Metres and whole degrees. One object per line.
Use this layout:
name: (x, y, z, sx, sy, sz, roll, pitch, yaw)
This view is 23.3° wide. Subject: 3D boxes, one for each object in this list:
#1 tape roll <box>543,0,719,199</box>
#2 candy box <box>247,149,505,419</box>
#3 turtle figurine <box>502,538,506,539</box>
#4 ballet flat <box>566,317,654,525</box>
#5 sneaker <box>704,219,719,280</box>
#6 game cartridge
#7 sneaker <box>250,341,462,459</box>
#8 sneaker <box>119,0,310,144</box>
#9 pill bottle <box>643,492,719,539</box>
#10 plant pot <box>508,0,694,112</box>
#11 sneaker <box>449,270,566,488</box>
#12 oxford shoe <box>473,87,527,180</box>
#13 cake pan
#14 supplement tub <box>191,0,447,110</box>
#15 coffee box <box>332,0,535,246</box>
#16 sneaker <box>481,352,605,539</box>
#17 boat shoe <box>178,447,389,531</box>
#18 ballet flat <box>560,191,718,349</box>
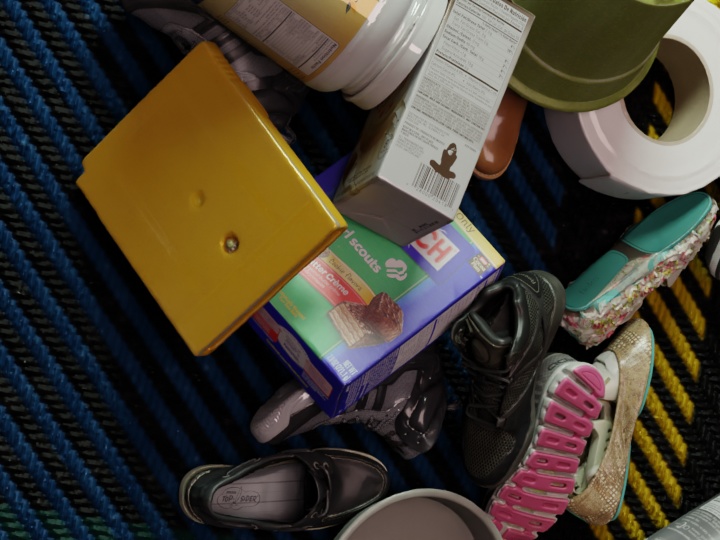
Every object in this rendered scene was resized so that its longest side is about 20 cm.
tape roll: (0.278, -0.170, 1.685, 0.200, 0.071, 0.205, 0, 89, -22)
candy box: (0.000, 0.000, 1.530, 0.199, 0.077, 0.169, -36, 75, -26)
turtle figurine: (0.225, 0.310, 1.620, 0.064, 0.160, 0.201, -49, 113, -31)
ballet flat: (0.230, 0.140, 1.661, 0.065, 0.070, 0.203, 14, 83, -23)
sneaker: (0.409, -0.084, 1.708, 0.115, 0.075, 0.202, -14, 134, -53)
game cartridge: (-0.130, -0.060, 1.467, 0.176, 0.032, 0.201, -41, 76, 20)
sneaker: (0.004, 0.129, 1.570, 0.199, 0.075, 0.115, -30, 97, -21)
sneaker: (-0.128, -0.179, 1.517, 0.198, 0.075, 0.115, 20, 79, -22)
pill bottle: (0.351, 0.281, 1.680, 0.199, 0.116, 0.117, -27, 98, -20)
plant pot: (0.217, -0.259, 1.529, 0.198, 0.190, 0.203, 3, 80, -17)
sneaker: (0.114, 0.098, 1.548, 0.114, 0.076, 0.202, -1, 111, -56)
oxford shoe: (0.134, -0.185, 1.631, 0.071, 0.071, 0.203, 10, 87, -22)
cake pan: (0.043, 0.293, 1.588, 0.198, 0.037, 0.203, -4, 100, -24)
supplement tub: (-0.041, -0.239, 1.437, 0.199, 0.144, 0.145, 34, 78, -18)
coffee box: (0.061, -0.135, 1.476, 0.079, 0.114, 0.202, 28, 70, -15)
sneaker: (0.162, 0.163, 1.636, 0.073, 0.088, 0.202, 16, 106, -21)
boat shoe: (-0.058, 0.196, 1.550, 0.197, 0.066, 0.076, 4, 87, -21)
ballet flat: (0.268, 0.001, 1.688, 0.199, 0.076, 0.064, -36, 128, -13)
